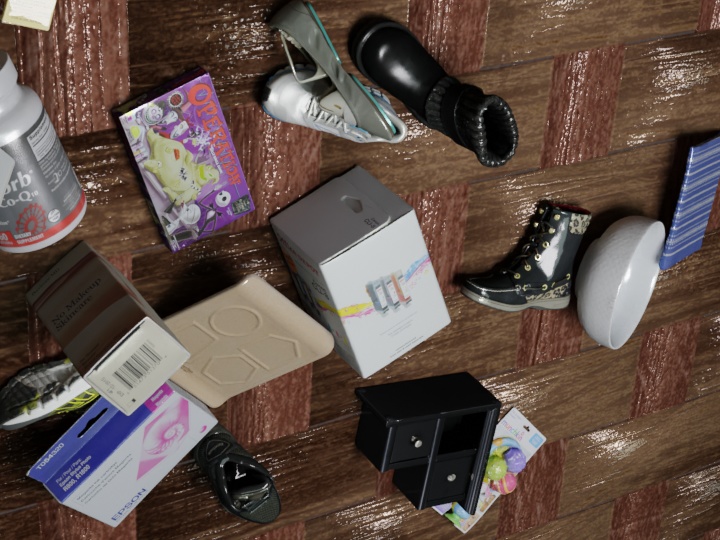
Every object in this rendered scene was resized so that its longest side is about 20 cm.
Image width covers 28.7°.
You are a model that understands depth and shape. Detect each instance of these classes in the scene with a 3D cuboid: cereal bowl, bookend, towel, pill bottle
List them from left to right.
[{"bbox_3d":[-0.378,-0.127,1.493,0.116,0.116,0.200,-31,129,-15],"label":"pill bottle"},{"bbox_3d":[0.083,0.265,2.048,0.200,0.092,0.199,-4,119,-31],"label":"bookend"},{"bbox_3d":[0.372,0.010,2.077,0.200,0.083,0.200,-46,147,-42],"label":"cereal bowl"},{"bbox_3d":[0.501,-0.107,2.126,0.145,0.024,0.200,-25,130,-52],"label":"towel"}]

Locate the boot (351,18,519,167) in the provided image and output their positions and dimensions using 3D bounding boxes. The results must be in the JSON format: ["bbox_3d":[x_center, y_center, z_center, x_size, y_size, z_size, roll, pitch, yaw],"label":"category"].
[{"bbox_3d":[0.096,-0.219,1.729,0.211,0.158,0.079,34,95,-42],"label":"boot"}]

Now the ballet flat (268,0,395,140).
[{"bbox_3d":[-0.038,-0.224,1.655,0.064,0.067,0.200,-35,94,-5],"label":"ballet flat"}]

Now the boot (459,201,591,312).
[{"bbox_3d":[0.237,-0.022,2.000,0.203,0.073,0.154,1,112,-39],"label":"boot"}]

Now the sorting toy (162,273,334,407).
[{"bbox_3d":[-0.162,0.087,1.780,0.200,0.037,0.185,-28,136,22],"label":"sorting toy"}]

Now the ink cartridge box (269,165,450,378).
[{"bbox_3d":[0.000,0.000,1.802,0.145,0.145,0.200,-31,129,-15],"label":"ink cartridge box"}]

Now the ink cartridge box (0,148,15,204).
[{"bbox_3d":[-0.470,-0.096,1.397,0.144,0.200,0.084,44,44,-42],"label":"ink cartridge box"}]

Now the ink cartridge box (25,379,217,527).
[{"bbox_3d":[-0.292,0.222,1.763,0.196,0.043,0.200,-45,153,-2],"label":"ink cartridge box"}]

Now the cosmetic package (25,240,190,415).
[{"bbox_3d":[-0.291,0.062,1.606,0.103,0.200,0.087,-46,131,-5],"label":"cosmetic package"}]

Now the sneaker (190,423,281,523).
[{"bbox_3d":[-0.152,0.299,1.899,0.076,0.114,0.200,-35,132,-10],"label":"sneaker"}]

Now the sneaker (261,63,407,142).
[{"bbox_3d":[-0.025,-0.195,1.711,0.200,0.087,0.075,6,114,-35],"label":"sneaker"}]

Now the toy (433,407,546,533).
[{"bbox_3d":[0.211,0.323,2.198,0.200,0.047,0.115,-47,133,-1],"label":"toy"}]

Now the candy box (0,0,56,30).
[{"bbox_3d":[-0.326,-0.353,1.395,0.055,0.115,0.200,5,113,-37],"label":"candy box"}]

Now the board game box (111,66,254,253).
[{"bbox_3d":[-0.207,-0.129,1.668,0.120,0.032,0.200,-33,130,-19],"label":"board game box"}]

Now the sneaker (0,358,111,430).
[{"bbox_3d":[-0.344,0.149,1.705,0.200,0.074,0.085,-27,133,-15],"label":"sneaker"}]
